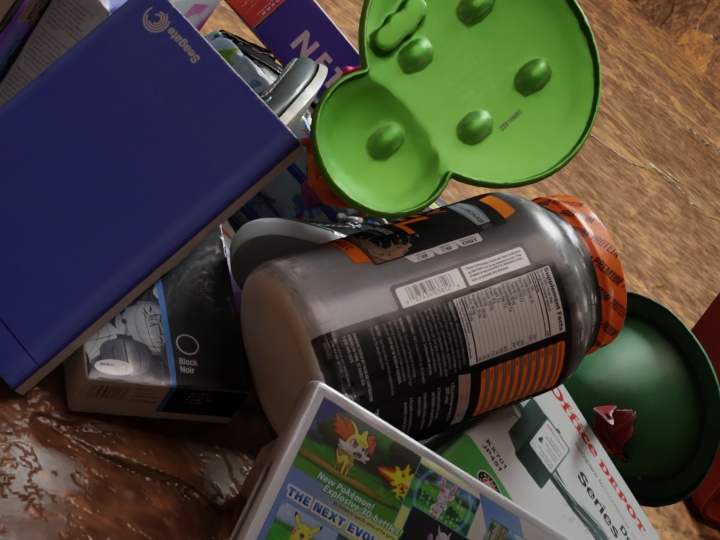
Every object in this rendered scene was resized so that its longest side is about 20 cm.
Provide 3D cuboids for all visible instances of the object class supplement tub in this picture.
[{"bbox_3d":[0.043,0.028,0.801,0.200,0.123,0.123,-17,54,-24],"label":"supplement tub"}]

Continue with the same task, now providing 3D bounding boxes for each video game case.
[{"bbox_3d":[0.019,0.181,0.688,0.200,0.022,0.183,33,64,-15],"label":"video game case"}]

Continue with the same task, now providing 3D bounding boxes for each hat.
[{"bbox_3d":[0.147,0.109,1.015,0.176,0.200,0.166,-19,44,-38],"label":"hat"}]

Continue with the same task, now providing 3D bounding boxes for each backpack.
[{"bbox_3d":[-0.064,-0.074,0.996,0.200,0.153,0.163,63,-1,-21],"label":"backpack"}]

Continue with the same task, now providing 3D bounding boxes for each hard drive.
[{"bbox_3d":[-0.148,-0.048,0.768,0.132,0.200,0.025,47,-5,16],"label":"hard drive"}]

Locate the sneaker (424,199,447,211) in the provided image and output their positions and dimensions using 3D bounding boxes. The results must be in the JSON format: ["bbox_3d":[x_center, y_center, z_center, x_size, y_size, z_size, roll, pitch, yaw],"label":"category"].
[{"bbox_3d":[0.074,0.011,1.166,0.083,0.072,0.200,-6,42,-50],"label":"sneaker"}]

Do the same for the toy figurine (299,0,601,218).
[{"bbox_3d":[0.020,-0.081,0.851,0.150,0.184,0.200,49,64,-4],"label":"toy figurine"}]

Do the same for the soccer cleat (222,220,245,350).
[{"bbox_3d":[-0.079,0.024,0.917,0.200,0.068,0.073,42,42,0],"label":"soccer cleat"}]

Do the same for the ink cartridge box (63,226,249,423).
[{"bbox_3d":[-0.129,-0.006,0.834,0.099,0.039,0.200,7,49,-28],"label":"ink cartridge box"}]

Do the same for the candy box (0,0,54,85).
[{"bbox_3d":[-0.218,-0.173,0.908,0.072,0.168,0.200,41,23,1],"label":"candy box"}]

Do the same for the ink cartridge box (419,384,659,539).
[{"bbox_3d":[0.089,0.156,0.845,0.147,0.083,0.200,58,28,2],"label":"ink cartridge box"}]

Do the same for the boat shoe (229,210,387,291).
[{"bbox_3d":[0.002,-0.002,0.892,0.199,0.074,0.068,17,44,-30],"label":"boat shoe"}]

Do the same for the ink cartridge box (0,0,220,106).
[{"bbox_3d":[-0.157,-0.155,0.929,0.043,0.200,0.196,41,24,2],"label":"ink cartridge box"}]

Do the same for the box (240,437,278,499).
[{"bbox_3d":[0.000,0.099,0.878,0.041,0.039,0.200,36,30,16],"label":"box"}]

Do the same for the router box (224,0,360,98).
[{"bbox_3d":[-0.031,-0.162,1.109,0.200,0.049,0.180,47,4,-32],"label":"router box"}]

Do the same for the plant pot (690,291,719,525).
[{"bbox_3d":[0.386,0.123,1.290,0.200,0.200,0.176,25,16,-31],"label":"plant pot"}]

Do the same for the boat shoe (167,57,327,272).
[{"bbox_3d":[-0.084,-0.080,0.848,0.062,0.073,0.200,38,48,-2],"label":"boat shoe"}]
